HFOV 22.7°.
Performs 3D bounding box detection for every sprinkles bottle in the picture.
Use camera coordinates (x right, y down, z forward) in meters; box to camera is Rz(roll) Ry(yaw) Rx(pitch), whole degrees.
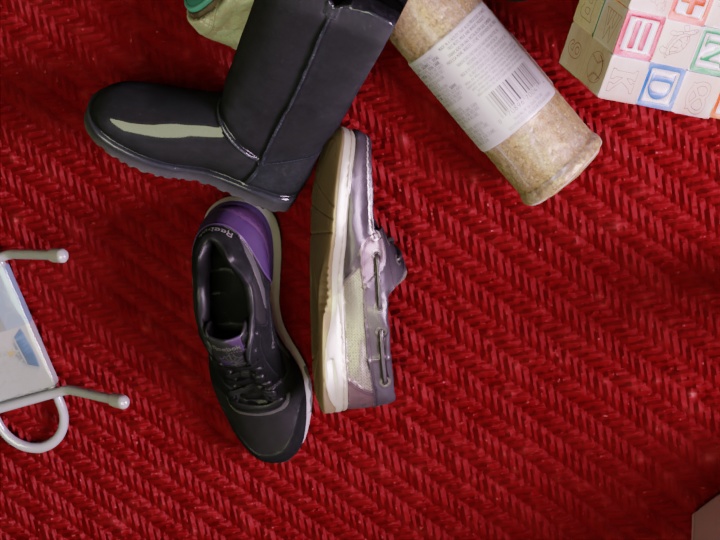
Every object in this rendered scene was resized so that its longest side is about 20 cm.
[{"bbox_3d":[0.072,-0.137,1.178,0.068,0.068,0.200,-38,99,23],"label":"sprinkles bottle"}]

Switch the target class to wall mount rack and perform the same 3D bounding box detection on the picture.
[{"bbox_3d":[-0.257,0.052,1.324,0.172,0.075,0.202,-16,107,18],"label":"wall mount rack"}]

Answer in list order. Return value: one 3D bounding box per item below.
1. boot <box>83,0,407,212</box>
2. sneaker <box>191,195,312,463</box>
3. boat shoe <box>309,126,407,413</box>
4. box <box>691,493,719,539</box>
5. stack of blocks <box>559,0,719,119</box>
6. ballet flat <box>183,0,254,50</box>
[{"bbox_3d":[-0.078,-0.135,1.167,0.163,0.066,0.200,17,143,-14],"label":"boot"},{"bbox_3d":[-0.088,0.055,1.278,0.075,0.088,0.202,-6,109,15],"label":"sneaker"},{"bbox_3d":[0.000,0.000,1.251,0.064,0.072,0.202,0,99,-12],"label":"boat shoe"},{"bbox_3d":[0.327,0.238,1.191,0.130,0.200,0.199,-40,98,21],"label":"box"},{"bbox_3d":[0.212,-0.200,1.099,0.114,0.059,0.202,6,115,-25],"label":"stack of blocks"},{"bbox_3d":[-0.035,-0.221,1.184,0.062,0.068,0.200,34,122,-31],"label":"ballet flat"}]
